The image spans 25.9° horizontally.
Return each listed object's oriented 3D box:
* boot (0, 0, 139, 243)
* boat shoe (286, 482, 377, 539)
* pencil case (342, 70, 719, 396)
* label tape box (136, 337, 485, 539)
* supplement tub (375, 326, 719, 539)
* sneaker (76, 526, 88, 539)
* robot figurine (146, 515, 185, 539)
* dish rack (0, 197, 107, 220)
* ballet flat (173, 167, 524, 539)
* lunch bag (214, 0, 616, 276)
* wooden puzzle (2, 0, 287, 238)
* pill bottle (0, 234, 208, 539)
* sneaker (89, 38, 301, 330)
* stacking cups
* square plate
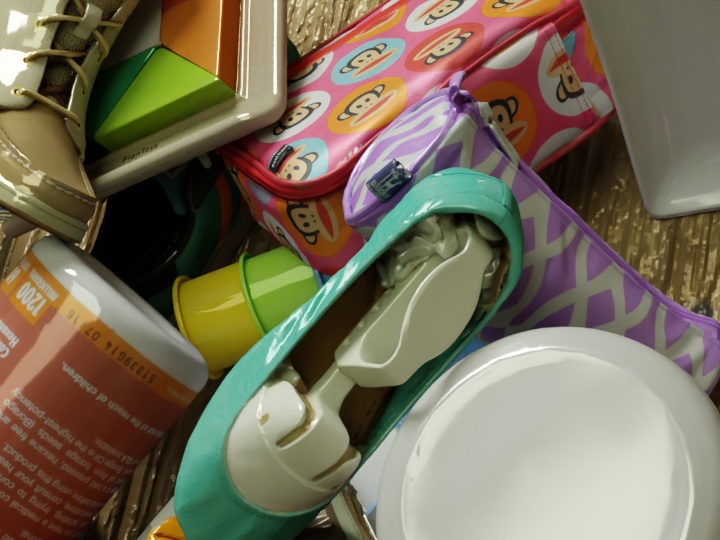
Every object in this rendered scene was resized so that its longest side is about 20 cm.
[{"bbox_3d":[-0.149,-0.116,0.804,0.156,0.073,0.200,-50,37,8],"label":"boot"},{"bbox_3d":[-0.019,0.129,0.697,0.072,0.076,0.200,-42,34,11],"label":"boat shoe"},{"bbox_3d":[0.082,-0.001,0.719,0.085,0.200,0.084,-43,21,17],"label":"pencil case"},{"bbox_3d":[0.003,0.112,0.774,0.143,0.066,0.200,37,85,34],"label":"label tape box"},{"bbox_3d":[0.100,0.122,0.643,0.139,0.200,0.142,-10,61,19],"label":"supplement tub"},{"bbox_3d":[-0.234,0.102,0.887,0.199,0.080,0.071,29,70,13],"label":"sneaker"},{"bbox_3d":[-0.162,0.164,0.687,0.144,0.199,0.059,-30,76,40],"label":"robot figurine"},{"bbox_3d":[-0.176,-0.107,0.956,0.152,0.055,0.201,4,58,27],"label":"dish rack"},{"bbox_3d":[-0.006,0.042,0.623,0.067,0.070,0.201,39,91,-10],"label":"ballet flat"},{"bbox_3d":[0.024,-0.089,0.829,0.199,0.082,0.176,-34,28,-12],"label":"lunch bag"},{"bbox_3d":[-0.119,-0.127,0.861,0.184,0.037,0.202,-21,48,27],"label":"wooden puzzle"},{"bbox_3d":[-0.177,0.091,0.782,0.112,0.112,0.200,39,87,34],"label":"pill bottle"},{"bbox_3d":[-0.092,-0.059,0.889,0.071,0.080,0.202,19,75,22],"label":"sneaker"},{"bbox_3d":[0.000,0.000,0.837,0.198,0.061,0.061,-19,58,12],"label":"stacking cups"},{"bbox_3d":[0.208,-0.116,0.725,0.196,0.201,0.029,-9,44,20],"label":"square plate"}]
